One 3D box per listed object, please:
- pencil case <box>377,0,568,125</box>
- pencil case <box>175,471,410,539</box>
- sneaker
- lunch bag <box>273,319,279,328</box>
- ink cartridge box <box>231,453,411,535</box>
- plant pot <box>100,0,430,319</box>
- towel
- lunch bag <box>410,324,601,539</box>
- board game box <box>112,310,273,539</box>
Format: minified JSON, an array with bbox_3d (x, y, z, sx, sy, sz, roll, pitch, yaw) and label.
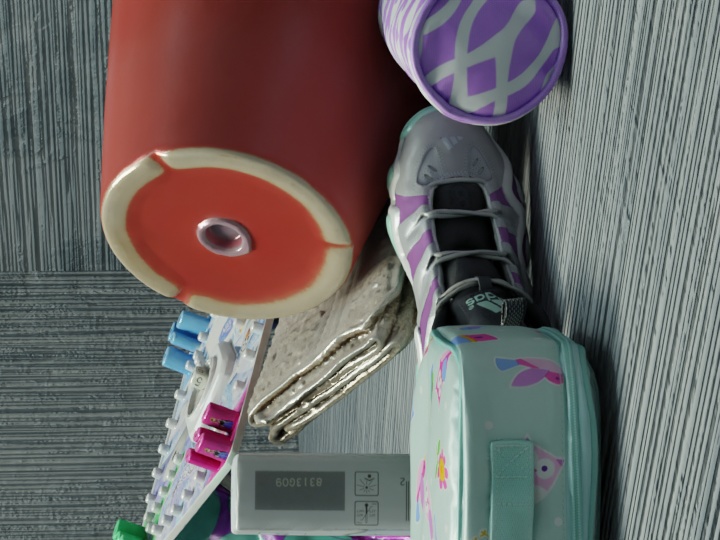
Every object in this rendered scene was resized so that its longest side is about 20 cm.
[{"bbox_3d":[0.057,-0.126,1.326,0.086,0.084,0.200,-48,12,7],"label":"pencil case"},{"bbox_3d":[-0.028,0.179,1.682,0.085,0.199,0.093,-56,-33,-38],"label":"pencil case"},{"bbox_3d":[0.063,0.008,1.319,0.140,0.077,0.202,148,112,-83],"label":"sneaker"},{"bbox_3d":[-0.003,-0.018,1.757,0.200,0.135,0.133,120,148,-79],"label":"lunch bag"},{"bbox_3d":[0.004,0.134,1.500,0.200,0.159,0.048,111,158,-80],"label":"ink cartridge box"},{"bbox_3d":[-0.059,-0.084,1.453,0.201,0.199,0.178,95,-174,-52],"label":"plant pot"},{"bbox_3d":[0.000,0.000,1.482,0.132,0.034,0.201,-38,22,37],"label":"towel"},{"bbox_3d":[0.068,0.127,1.188,0.160,0.076,0.202,-164,73,-84],"label":"lunch bag"},{"bbox_3d":[-0.102,0.075,1.656,0.200,0.026,0.201,129,159,-53],"label":"board game box"}]
